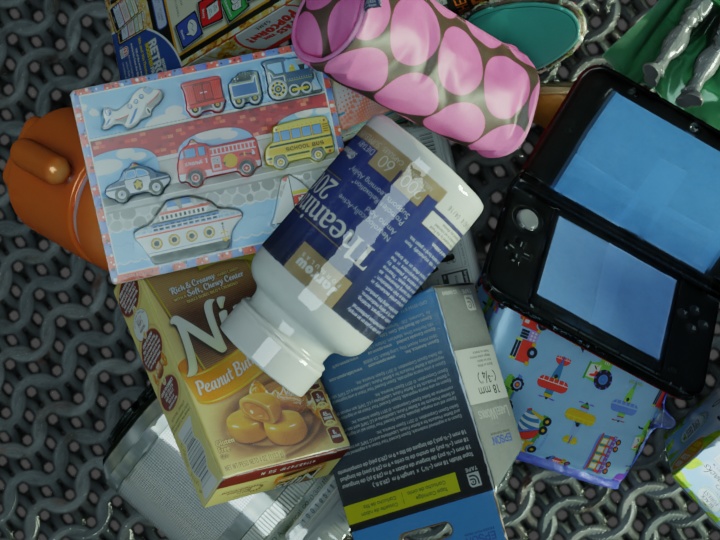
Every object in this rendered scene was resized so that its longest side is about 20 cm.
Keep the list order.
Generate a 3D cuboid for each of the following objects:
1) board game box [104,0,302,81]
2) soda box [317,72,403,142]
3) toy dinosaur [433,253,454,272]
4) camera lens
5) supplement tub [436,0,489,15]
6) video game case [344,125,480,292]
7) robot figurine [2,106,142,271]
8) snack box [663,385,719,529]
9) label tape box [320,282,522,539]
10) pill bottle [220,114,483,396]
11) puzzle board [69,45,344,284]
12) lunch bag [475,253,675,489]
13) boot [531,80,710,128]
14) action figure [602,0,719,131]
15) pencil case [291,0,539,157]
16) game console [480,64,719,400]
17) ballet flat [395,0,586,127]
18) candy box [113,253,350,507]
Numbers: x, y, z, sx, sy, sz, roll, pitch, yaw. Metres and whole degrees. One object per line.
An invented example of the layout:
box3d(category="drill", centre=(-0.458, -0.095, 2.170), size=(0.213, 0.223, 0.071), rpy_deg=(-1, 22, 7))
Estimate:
box3d(category="board game box", centre=(-0.120, -0.237, 1.292), size=(0.199, 0.046, 0.152), rpy_deg=(-25, 67, 30))
box3d(category="soda box", centre=(-0.049, -0.131, 1.300), size=(0.199, 0.063, 0.069), rpy_deg=(-20, 86, 26))
box3d(category="toy dinosaur", centre=(0.000, 0.000, 1.328), size=(0.200, 0.102, 0.136), rpy_deg=(41, 116, -19))
box3d(category="camera lens", centre=(-0.102, 0.167, 1.331), size=(0.200, 0.160, 0.160), rpy_deg=(41, 99, 2))
box3d(category="supplement tub", centre=(0.075, -0.270, 1.284), size=(0.199, 0.123, 0.123), rpy_deg=(-21, 93, 10))
box3d(category="video game case", centre=(0.006, -0.017, 1.369), size=(0.181, 0.024, 0.201), rpy_deg=(-13, 95, 9))
box3d(category="robot figurine", centre=(-0.213, -0.066, 1.325), size=(0.199, 0.116, 0.144), rpy_deg=(26, 143, 40))
box3d(category="snack box", centre=(0.335, 0.104, 1.263), size=(0.200, 0.169, 0.068), rpy_deg=(-45, 88, 9))
box3d(category="label tape box", centre=(0.045, 0.127, 1.245), size=(0.144, 0.063, 0.201), rpy_deg=(-22, 80, 34))
box3d(category="pill bottle", centre=(-0.011, -0.008, 1.190), size=(0.111, 0.111, 0.200), rpy_deg=(40, 90, 2))
box3d(category="puzzle board", centre=(-0.110, -0.085, 1.230), size=(0.199, 0.017, 0.152), rpy_deg=(-13, 92, -8))
box3d(category="lunch bag", centre=(0.177, 0.090, 1.323), size=(0.199, 0.094, 0.151), rpy_deg=(22, 98, -13))
box3d(category="boot", centre=(0.199, -0.082, 1.315), size=(0.200, 0.071, 0.145), rpy_deg=(4, 102, 11))
box3d(category="action figure", centre=(0.293, -0.221, 1.271), size=(0.118, 0.055, 0.201), rpy_deg=(33, 75, -1))
box3d(category="pencil case", centre=(0.049, -0.160, 1.192), size=(0.090, 0.199, 0.094), rpy_deg=(8, 77, 49))
box3d(category="game console", centre=(0.217, -0.028, 1.235), size=(0.199, 0.173, 0.119), rpy_deg=(28, 141, -8))
box3d(category="ballet flat", centre=(0.093, -0.179, 1.298), size=(0.199, 0.064, 0.076), rpy_deg=(-20, 106, 25))
box3d(category="candy box", centre=(-0.103, 0.075, 1.249), size=(0.201, 0.115, 0.055), rpy_deg=(64, 144, 22))
